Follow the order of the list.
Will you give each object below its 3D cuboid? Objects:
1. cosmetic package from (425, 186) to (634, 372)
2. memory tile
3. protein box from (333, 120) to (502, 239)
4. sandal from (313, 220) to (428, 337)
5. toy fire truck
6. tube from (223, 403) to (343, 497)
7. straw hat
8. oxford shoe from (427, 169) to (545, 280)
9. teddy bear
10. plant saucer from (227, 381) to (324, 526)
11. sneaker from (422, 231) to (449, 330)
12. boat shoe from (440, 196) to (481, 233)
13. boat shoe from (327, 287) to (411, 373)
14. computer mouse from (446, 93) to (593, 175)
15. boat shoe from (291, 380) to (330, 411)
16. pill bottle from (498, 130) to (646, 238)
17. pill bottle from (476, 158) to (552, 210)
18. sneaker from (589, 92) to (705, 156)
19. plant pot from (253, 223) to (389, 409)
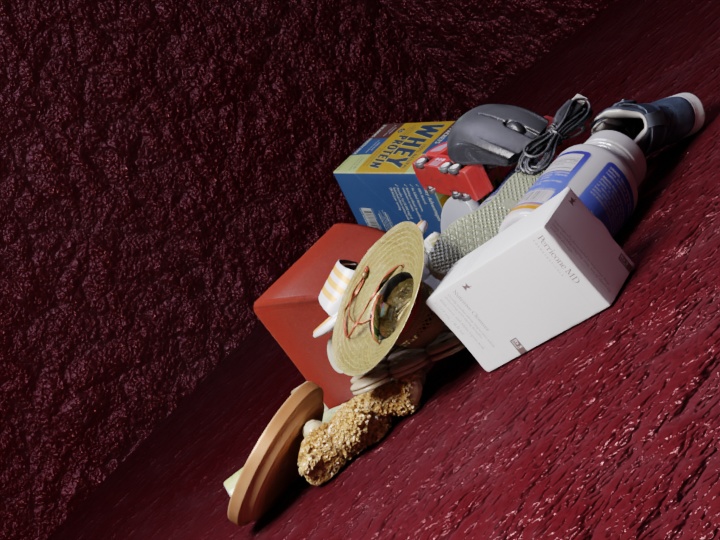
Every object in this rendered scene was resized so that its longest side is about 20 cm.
[{"bbox_3d":[0.177,0.013,1.364,0.200,0.113,0.081,-38,8,49],"label":"cosmetic package"},{"bbox_3d":[0.078,0.095,1.542,0.198,0.017,0.153,-24,2,2],"label":"memory tile"},{"bbox_3d":[0.102,-0.103,1.933,0.198,0.200,0.135,5,40,47],"label":"protein box"},{"bbox_3d":[0.002,-0.001,1.655,0.207,0.059,0.079,-47,-4,8],"label":"sandal"},{"bbox_3d":[0.169,-0.150,1.695,0.140,0.049,0.199,-36,23,-17],"label":"toy fire truck"},{"bbox_3d":[-0.096,0.247,1.763,0.199,0.052,0.058,-38,46,-5],"label":"tube"},{"bbox_3d":[0.052,0.047,1.493,0.201,0.084,0.203,-49,28,36],"label":"straw hat"},{"bbox_3d":[0.159,-0.046,1.540,0.200,0.075,0.058,-41,-32,-24],"label":"oxford shoe"},{"bbox_3d":[0.000,0.174,1.558,0.199,0.067,0.145,-38,5,27],"label":"teddy bear"},{"bbox_3d":[-0.100,0.235,1.626,0.202,0.032,0.201,-57,-12,-20],"label":"plant saucer"},{"bbox_3d":[0.112,0.008,1.572,0.073,0.117,0.199,-22,2,-32],"label":"sneaker"},{"bbox_3d":[0.157,-0.044,1.778,0.069,0.071,0.201,-31,-36,-22],"label":"boat shoe"},{"bbox_3d":[0.034,0.069,1.627,0.059,0.073,0.200,-7,-24,-40],"label":"boat shoe"},{"bbox_3d":[0.179,-0.177,1.604,0.199,0.053,0.139,5,44,50],"label":"computer mouse"},{"bbox_3d":[-0.028,0.139,1.934,0.200,0.069,0.074,-46,1,-35],"label":"boat shoe"},{"bbox_3d":[0.252,-0.074,1.489,0.200,0.112,0.112,-45,7,-36],"label":"pill bottle"},{"bbox_3d":[0.216,-0.071,1.682,0.112,0.112,0.200,-34,10,49],"label":"pill bottle"},{"bbox_3d":[0.319,-0.159,1.639,0.145,0.078,0.202,-20,-8,-38],"label":"sneaker"},{"bbox_3d":[0.007,0.055,1.816,0.200,0.201,0.176,-45,15,-28],"label":"plant pot"}]
